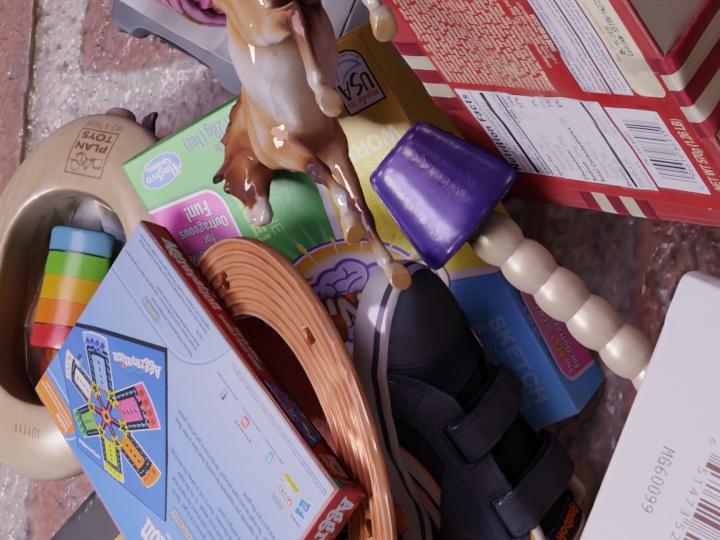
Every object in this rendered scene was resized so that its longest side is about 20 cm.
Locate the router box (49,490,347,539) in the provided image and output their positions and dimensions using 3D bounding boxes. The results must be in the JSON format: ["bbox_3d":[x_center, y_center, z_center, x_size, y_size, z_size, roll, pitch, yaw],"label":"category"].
[{"bbox_3d":[-0.087,0.176,0.986,0.200,0.052,0.157,-48,63,21],"label":"router box"}]

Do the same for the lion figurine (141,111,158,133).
[{"bbox_3d":[-0.173,0.005,1.105,0.200,0.072,0.123,-32,68,26],"label":"lion figurine"}]

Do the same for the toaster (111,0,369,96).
[{"bbox_3d":[-0.039,-0.152,1.001,0.200,0.113,0.129,33,97,44],"label":"toaster"}]

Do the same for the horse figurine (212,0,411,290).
[{"bbox_3d":[-0.027,-0.081,0.782,0.050,0.200,0.133,-23,46,-15],"label":"horse figurine"}]

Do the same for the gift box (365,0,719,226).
[{"bbox_3d":[0.135,-0.134,0.774,0.200,0.185,0.187,14,60,47],"label":"gift box"}]

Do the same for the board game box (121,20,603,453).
[{"bbox_3d":[0.000,0.000,0.905,0.153,0.040,0.200,-26,99,32],"label":"board game box"}]

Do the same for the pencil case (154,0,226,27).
[{"bbox_3d":[-0.102,-0.188,0.939,0.200,0.086,0.083,37,141,46],"label":"pencil case"}]

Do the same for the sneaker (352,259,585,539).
[{"bbox_3d":[0.055,0.085,0.847,0.079,0.078,0.201,3,123,29],"label":"sneaker"}]

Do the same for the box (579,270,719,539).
[{"bbox_3d":[0.179,0.101,0.694,0.106,0.200,0.153,25,96,40],"label":"box"}]

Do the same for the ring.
[{"bbox_3d":[-0.030,0.082,0.859,0.200,0.019,0.201,39,136,52],"label":"ring"}]

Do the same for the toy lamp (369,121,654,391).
[{"bbox_3d":[0.090,0.013,0.815,0.200,0.058,0.058,39,109,0],"label":"toy lamp"}]

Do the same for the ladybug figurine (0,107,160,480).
[{"bbox_3d":[-0.141,0.014,1.023,0.135,0.072,0.201,12,86,29],"label":"ladybug figurine"}]

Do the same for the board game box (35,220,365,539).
[{"bbox_3d":[-0.077,0.074,0.849,0.103,0.019,0.200,-55,45,15],"label":"board game box"}]
